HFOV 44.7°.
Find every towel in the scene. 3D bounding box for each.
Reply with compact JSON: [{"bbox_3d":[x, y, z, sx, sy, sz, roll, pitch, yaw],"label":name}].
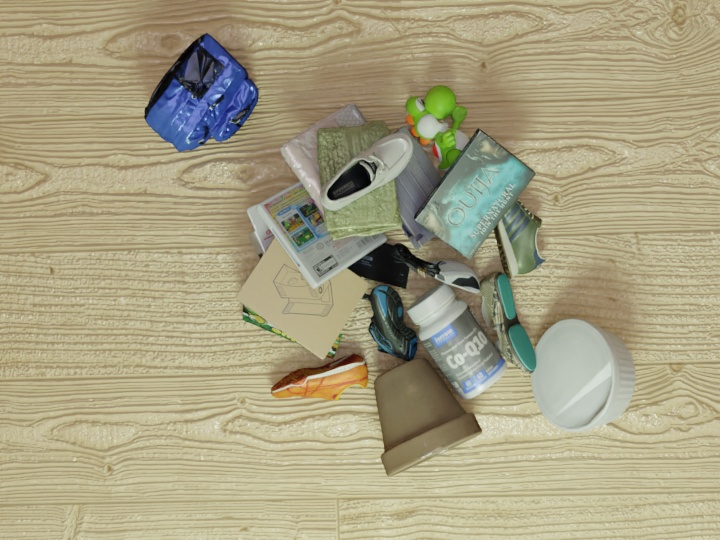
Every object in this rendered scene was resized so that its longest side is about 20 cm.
[{"bbox_3d":[-0.027,-0.192,1.636,0.190,0.032,0.202,-37,93,-28],"label":"towel"},{"bbox_3d":[-0.005,-0.163,1.581,0.145,0.036,0.205,-8,90,-9],"label":"towel"}]

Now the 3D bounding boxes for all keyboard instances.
[{"bbox_3d":[0.000,0.000,1.665,0.196,0.021,0.130,15,76,-17],"label":"keyboard"}]

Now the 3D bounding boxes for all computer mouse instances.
[{"bbox_3d":[0.155,-0.004,1.628,0.198,0.109,0.045,17,98,-43],"label":"computer mouse"}]

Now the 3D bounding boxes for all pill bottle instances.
[{"bbox_3d":[0.180,0.130,1.659,0.113,0.114,0.202,-35,93,5],"label":"pill bottle"}]

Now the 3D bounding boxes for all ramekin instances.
[{"bbox_3d":[0.417,0.195,1.621,0.093,0.201,0.207,9,97,-36],"label":"ramekin"}]

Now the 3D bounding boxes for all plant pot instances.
[{"bbox_3d":[0.108,0.266,1.651,0.197,0.200,0.178,-24,76,4],"label":"plant pot"}]

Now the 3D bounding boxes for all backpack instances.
[{"bbox_3d":[-0.294,-0.312,1.621,0.168,0.163,0.200,42,94,-5],"label":"backpack"}]

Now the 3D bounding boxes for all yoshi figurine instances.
[{"bbox_3d":[0.173,-0.264,1.637,0.112,0.112,0.200,-43,89,-11],"label":"yoshi figurine"}]

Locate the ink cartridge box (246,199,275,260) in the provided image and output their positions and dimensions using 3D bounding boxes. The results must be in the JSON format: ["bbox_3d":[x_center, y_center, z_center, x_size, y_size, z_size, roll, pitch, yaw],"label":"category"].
[{"bbox_3d":[-0.135,-0.040,1.666,0.114,0.067,0.204,-24,93,-18],"label":"ink cartridge box"}]

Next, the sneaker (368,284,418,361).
[{"bbox_3d":[0.044,0.102,1.636,0.080,0.202,0.074,7,52,27],"label":"sneaker"}]

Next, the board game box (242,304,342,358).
[{"bbox_3d":[-0.133,0.108,1.679,0.196,0.105,0.024,23,68,1],"label":"board game box"}]

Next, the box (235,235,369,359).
[{"bbox_3d":[-0.105,0.038,1.610,0.198,0.021,0.165,35,83,-7],"label":"box"}]

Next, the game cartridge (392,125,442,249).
[{"bbox_3d":[0.095,-0.158,1.650,0.129,0.038,0.202,-37,95,-32],"label":"game cartridge"}]

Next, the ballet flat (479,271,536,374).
[{"bbox_3d":[0.275,0.105,1.677,0.075,0.067,0.204,-26,80,43],"label":"ballet flat"}]

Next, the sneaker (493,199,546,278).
[{"bbox_3d":[0.299,-0.094,1.664,0.088,0.067,0.205,-14,94,-4],"label":"sneaker"}]

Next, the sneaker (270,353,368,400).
[{"bbox_3d":[-0.079,0.225,1.702,0.195,0.073,0.079,-13,104,6],"label":"sneaker"}]

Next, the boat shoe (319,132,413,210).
[{"bbox_3d":[0.013,-0.177,1.532,0.197,0.066,0.073,-31,93,-8],"label":"boat shoe"}]

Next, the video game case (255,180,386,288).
[{"bbox_3d":[-0.069,-0.086,1.624,0.199,0.024,0.183,-33,82,-37],"label":"video game case"}]

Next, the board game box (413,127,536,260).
[{"bbox_3d":[0.207,-0.137,1.598,0.134,0.028,0.202,33,106,-13],"label":"board game box"}]
